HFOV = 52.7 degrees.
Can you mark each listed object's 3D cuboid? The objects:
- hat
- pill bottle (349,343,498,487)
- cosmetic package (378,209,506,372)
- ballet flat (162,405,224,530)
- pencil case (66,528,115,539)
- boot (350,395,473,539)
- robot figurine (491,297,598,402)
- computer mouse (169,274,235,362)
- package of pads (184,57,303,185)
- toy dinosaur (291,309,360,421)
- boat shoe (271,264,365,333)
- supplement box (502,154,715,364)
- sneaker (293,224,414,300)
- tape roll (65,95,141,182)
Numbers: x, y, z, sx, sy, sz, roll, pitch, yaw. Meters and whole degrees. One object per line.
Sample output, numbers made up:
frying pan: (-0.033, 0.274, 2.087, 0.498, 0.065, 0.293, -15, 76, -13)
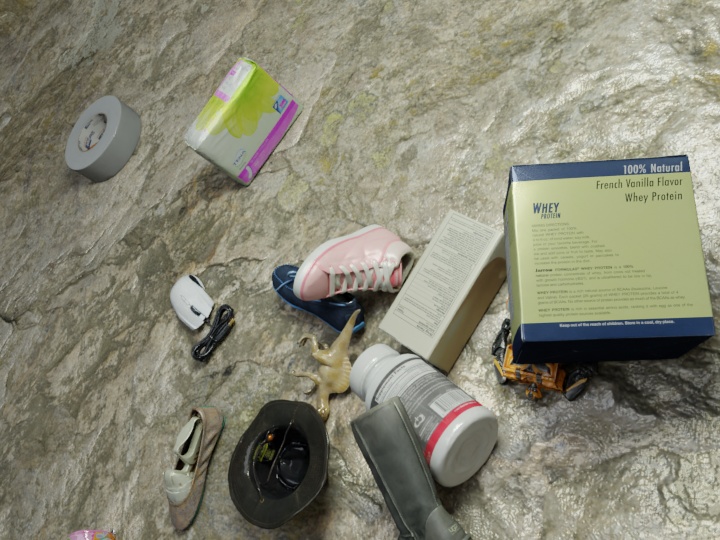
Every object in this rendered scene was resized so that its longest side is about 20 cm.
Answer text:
hat: (-0.100, 0.288, 1.058, 0.199, 0.081, 0.203, -24, 48, 30)
pill bottle: (0.075, 0.181, 0.958, 0.199, 0.110, 0.111, 35, 90, 42)
cosmetic package: (0.125, 0.028, 1.023, 0.105, 0.071, 0.201, 32, 88, 41)
ballet flat: (-0.284, 0.316, 1.186, 0.067, 0.067, 0.203, 1, 69, 37)
pencil case: (-0.445, 0.531, 1.192, 0.087, 0.087, 0.202, -29, 53, 21)
boot: (0.039, 0.275, 0.893, 0.201, 0.072, 0.182, 55, 129, 12)
robot figurine: (0.240, 0.066, 0.927, 0.144, 0.058, 0.202, 8, 72, 37)
computer mouse: (-0.308, 0.071, 1.341, 0.110, 0.044, 0.200, -53, 49, 4)
package of pads: (-0.222, -0.281, 1.377, 0.068, 0.154, 0.201, 36, 91, 41)
toy dinosaur: (-0.046, 0.136, 1.108, 0.101, 0.058, 0.202, 28, 103, 36)
boat shoe: (-0.065, 0.026, 1.157, 0.198, 0.069, 0.084, 23, 46, 32)
supplement box: (0.269, -0.007, 0.830, 0.197, 0.134, 0.203, -3, 73, 6)
sneaker: (0.000, 0.000, 1.078, 0.104, 0.076, 0.199, 32, 45, 32)
tape roll: (-0.620, -0.317, 1.749, 0.198, 0.066, 0.203, -17, 59, 30)
